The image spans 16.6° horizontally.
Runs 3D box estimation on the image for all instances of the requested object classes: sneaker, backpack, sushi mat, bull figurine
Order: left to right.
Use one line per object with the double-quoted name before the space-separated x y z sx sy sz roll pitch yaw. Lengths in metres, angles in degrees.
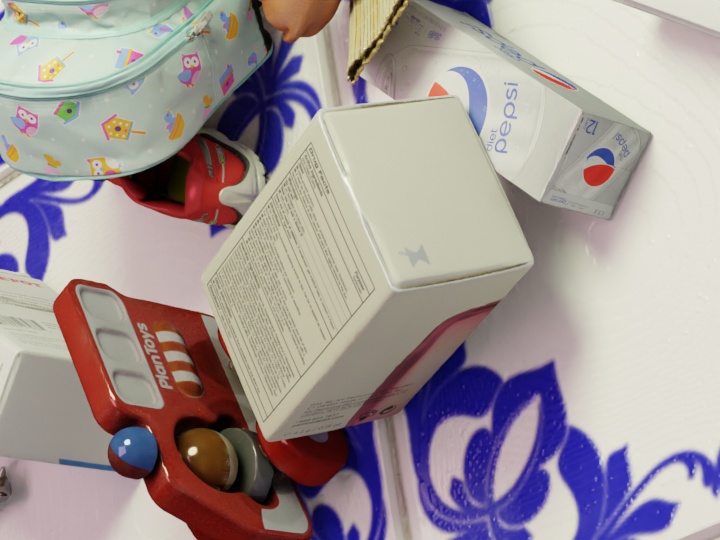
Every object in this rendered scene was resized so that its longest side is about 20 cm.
"backpack" -0.175 -0.157 1.708 0.175 0.154 0.201 6 46 27
"sneaker" -0.150 -0.082 1.775 0.199 0.085 0.078 21 106 48
"bull figurine" -0.012 -0.245 1.620 0.200 0.065 0.122 -55 27 32
"sushi mat" 0.017 -0.195 1.609 0.096 0.012 0.200 -55 14 20

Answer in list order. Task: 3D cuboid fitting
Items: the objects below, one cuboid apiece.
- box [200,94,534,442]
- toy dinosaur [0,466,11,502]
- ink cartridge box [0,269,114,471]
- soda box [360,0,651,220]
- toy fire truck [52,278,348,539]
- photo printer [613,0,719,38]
"box" 0.000 0.000 1.536 0.200 0.108 0.129 -50 57 50
"toy dinosaur" -0.363 0.190 1.920 0.077 0.198 0.103 -104 9 -88
"ink cartridge box" -0.256 0.067 1.817 0.200 0.144 0.085 31 104 47
"soda box" 0.087 -0.106 1.548 0.200 0.068 0.064 39 109 44
"toy fire truck" -0.113 0.100 1.639 0.112 0.167 0.201 -46 51 30
"photo printer" 0.235 -0.229 1.417 0.166 0.069 0.201 29 102 46
